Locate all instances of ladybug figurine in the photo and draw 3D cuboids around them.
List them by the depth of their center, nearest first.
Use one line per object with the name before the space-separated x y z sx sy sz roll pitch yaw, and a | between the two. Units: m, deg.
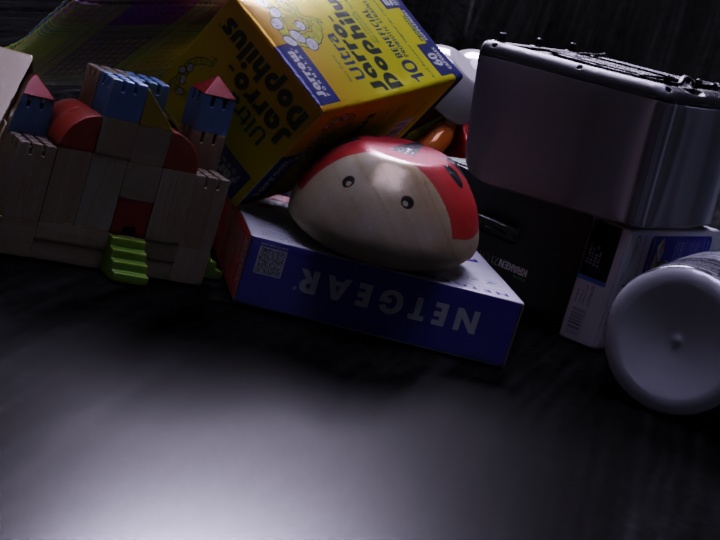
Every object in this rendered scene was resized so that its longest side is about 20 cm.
ladybug figurine | 0.022 -0.052 1.364 0.136 0.072 0.200 17 11 4

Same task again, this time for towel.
towel | -0.162 -0.169 1.381 0.200 0.023 0.144 -9 -14 -46

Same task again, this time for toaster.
toaster | 0.204 -0.110 1.554 0.200 0.119 0.181 18 12 27

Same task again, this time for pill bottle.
pill bottle | 0.252 0.041 1.421 0.106 0.106 0.200 21 12 19

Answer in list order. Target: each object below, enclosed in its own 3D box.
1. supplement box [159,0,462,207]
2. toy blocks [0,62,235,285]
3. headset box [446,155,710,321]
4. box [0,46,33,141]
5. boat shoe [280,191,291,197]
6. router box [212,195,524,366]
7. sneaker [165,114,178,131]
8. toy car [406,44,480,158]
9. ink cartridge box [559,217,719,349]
supplement box | -0.036 -0.136 1.418 0.109 0.110 0.200 52 33 11
toy blocks | -0.164 -0.072 1.284 0.200 0.137 0.100 10 13 -30
headset box | 0.165 -0.026 1.649 0.174 0.093 0.200 25 15 38
box | -0.317 -0.090 1.157 0.200 0.164 0.021 16 -32 4
boat shoe | -0.091 -0.074 1.574 0.062 0.075 0.200 25 18 -17
router box | 0.000 0.000 1.395 0.200 0.049 0.180 14 12 -13
sneaker | -0.122 -0.135 1.530 0.200 0.071 0.075 -26 37 -35
toy car | 0.069 -0.112 1.831 0.150 0.175 0.200 56 23 13
ink cartridge box | 0.233 0.009 1.564 0.039 0.100 0.200 22 12 32
